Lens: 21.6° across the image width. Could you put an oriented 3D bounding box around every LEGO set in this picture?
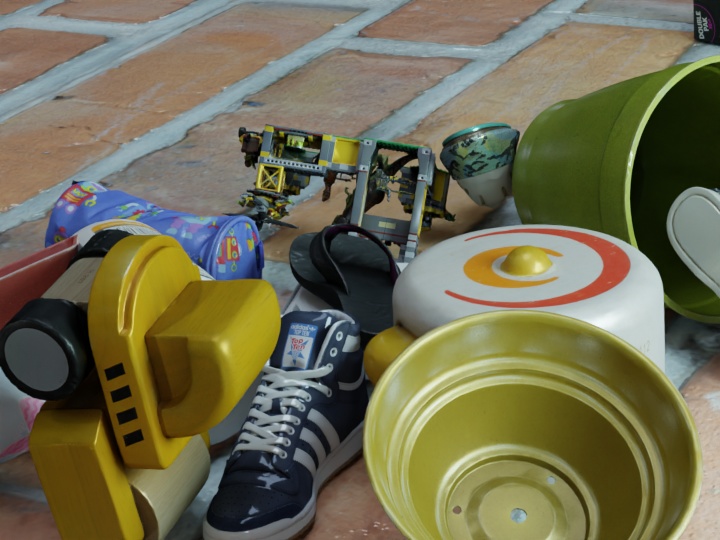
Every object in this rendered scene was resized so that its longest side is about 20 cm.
[{"bbox_3d":[-0.016,-0.046,1.601,0.198,0.117,0.154,10,-7,-2],"label":"LEGO set"}]

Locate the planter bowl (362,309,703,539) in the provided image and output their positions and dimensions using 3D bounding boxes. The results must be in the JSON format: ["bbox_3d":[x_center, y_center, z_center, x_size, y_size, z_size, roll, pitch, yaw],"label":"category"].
[{"bbox_3d":[0.098,0.126,1.123,0.198,0.084,0.202,2,50,-2],"label":"planter bowl"}]

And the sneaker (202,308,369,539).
[{"bbox_3d":[-0.050,0.095,1.227,0.069,0.110,0.200,6,24,22],"label":"sneaker"}]

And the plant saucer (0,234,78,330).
[{"bbox_3d":[-0.274,0.034,1.267,0.198,0.037,0.200,-25,6,-7],"label":"plant saucer"}]

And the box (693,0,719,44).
[{"bbox_3d":[0.480,-0.323,2.085,0.124,0.150,0.199,-24,31,-37],"label":"box"}]

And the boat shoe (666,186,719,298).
[{"bbox_3d":[0.293,0.022,1.346,0.061,0.075,0.201,4,39,-43],"label":"boat shoe"}]

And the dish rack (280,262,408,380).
[{"bbox_3d":[0.030,0.031,1.455,0.198,0.044,0.172,3,23,14],"label":"dish rack"}]

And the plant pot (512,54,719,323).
[{"bbox_3d":[0.225,-0.071,1.502,0.199,0.203,0.192,-17,15,-30],"label":"plant pot"}]

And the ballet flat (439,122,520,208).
[{"bbox_3d":[0.108,-0.087,1.601,0.073,0.075,0.200,0,3,8],"label":"ballet flat"}]

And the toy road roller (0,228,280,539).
[{"bbox_3d":[-0.119,0.076,1.147,0.144,0.202,0.123,0,27,24],"label":"toy road roller"}]

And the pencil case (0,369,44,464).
[{"bbox_3d":[-0.281,0.110,1.263,0.083,0.091,0.199,41,44,22],"label":"pencil case"}]

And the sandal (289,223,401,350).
[{"bbox_3d":[0.001,0.000,1.413,0.075,0.048,0.200,-11,25,-18],"label":"sandal"}]

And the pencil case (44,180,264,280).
[{"bbox_3d":[-0.169,-0.021,1.563,0.198,0.079,0.087,13,26,33],"label":"pencil case"}]

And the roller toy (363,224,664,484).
[{"bbox_3d":[0.111,0.050,1.268,0.198,0.141,0.183,1,23,12],"label":"roller toy"}]

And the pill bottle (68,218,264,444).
[{"bbox_3d":[-0.148,0.044,1.355,0.115,0.118,0.200,-14,25,-23],"label":"pill bottle"}]
